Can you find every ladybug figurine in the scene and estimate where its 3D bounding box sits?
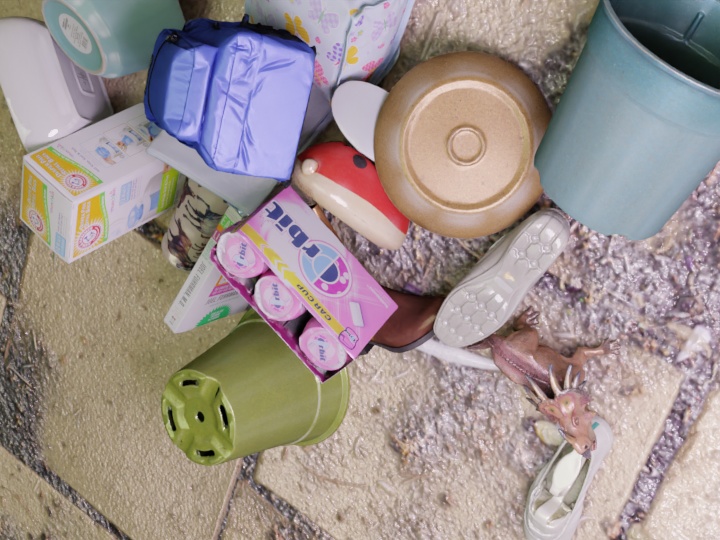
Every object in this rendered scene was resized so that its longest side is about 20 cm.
[{"bbox_3d":[-0.005,-0.090,1.367,0.136,0.200,0.072,39,94,31],"label":"ladybug figurine"}]

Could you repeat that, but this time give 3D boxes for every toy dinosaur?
[{"bbox_3d":[0.190,0.107,1.305,0.199,0.135,0.087,27,117,27],"label":"toy dinosaur"}]

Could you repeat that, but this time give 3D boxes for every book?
[{"bbox_3d":[-0.158,-0.014,1.518,0.048,0.133,0.201,46,124,18],"label":"book"}]

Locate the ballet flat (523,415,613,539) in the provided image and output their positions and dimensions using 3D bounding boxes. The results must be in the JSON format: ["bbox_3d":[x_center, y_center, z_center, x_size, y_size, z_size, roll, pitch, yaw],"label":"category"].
[{"bbox_3d":[0.223,0.251,1.365,0.069,0.069,0.201,33,120,23],"label":"ballet flat"}]

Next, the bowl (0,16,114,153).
[{"bbox_3d":[-0.397,-0.241,1.599,0.074,0.200,0.201,-20,86,11],"label":"bowl"}]

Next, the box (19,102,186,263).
[{"bbox_3d":[-0.330,-0.115,1.557,0.101,0.199,0.113,39,137,20],"label":"box"}]

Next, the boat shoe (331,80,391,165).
[{"bbox_3d":[0.052,-0.139,1.346,0.199,0.066,0.072,31,90,-4],"label":"boat shoe"}]

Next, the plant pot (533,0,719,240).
[{"bbox_3d":[0.272,-0.148,1.151,0.200,0.200,0.197,43,130,18],"label":"plant pot"}]

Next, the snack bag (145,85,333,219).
[{"bbox_3d":[-0.143,-0.179,1.453,0.188,0.021,0.201,32,75,24],"label":"snack bag"}]

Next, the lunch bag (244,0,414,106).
[{"bbox_3d":[-0.038,-0.294,1.361,0.170,0.127,0.201,47,150,16],"label":"lunch bag"}]

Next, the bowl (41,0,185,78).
[{"bbox_3d":[-0.323,-0.322,1.512,0.200,0.105,0.202,34,151,21],"label":"bowl"}]

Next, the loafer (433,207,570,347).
[{"bbox_3d":[0.158,0.009,1.333,0.070,0.070,0.200,45,116,0],"label":"loafer"}]

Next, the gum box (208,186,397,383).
[{"bbox_3d":[-0.065,0.010,1.348,0.200,0.114,0.066,48,131,-3],"label":"gum box"}]

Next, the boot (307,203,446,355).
[{"bbox_3d":[0.000,0.000,1.418,0.187,0.069,0.201,-9,120,48],"label":"boot"}]

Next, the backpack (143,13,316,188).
[{"bbox_3d":[-0.152,-0.204,1.324,0.200,0.166,0.164,42,115,63],"label":"backpack"}]

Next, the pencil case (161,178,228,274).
[{"bbox_3d":[-0.186,-0.084,1.535,0.090,0.077,0.201,49,127,26],"label":"pencil case"}]

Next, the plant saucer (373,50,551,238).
[{"bbox_3d":[0.112,-0.134,1.291,0.198,0.035,0.202,0,97,2],"label":"plant saucer"}]

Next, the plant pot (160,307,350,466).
[{"bbox_3d":[-0.145,0.156,1.522,0.199,0.189,0.202,10,108,32],"label":"plant pot"}]
